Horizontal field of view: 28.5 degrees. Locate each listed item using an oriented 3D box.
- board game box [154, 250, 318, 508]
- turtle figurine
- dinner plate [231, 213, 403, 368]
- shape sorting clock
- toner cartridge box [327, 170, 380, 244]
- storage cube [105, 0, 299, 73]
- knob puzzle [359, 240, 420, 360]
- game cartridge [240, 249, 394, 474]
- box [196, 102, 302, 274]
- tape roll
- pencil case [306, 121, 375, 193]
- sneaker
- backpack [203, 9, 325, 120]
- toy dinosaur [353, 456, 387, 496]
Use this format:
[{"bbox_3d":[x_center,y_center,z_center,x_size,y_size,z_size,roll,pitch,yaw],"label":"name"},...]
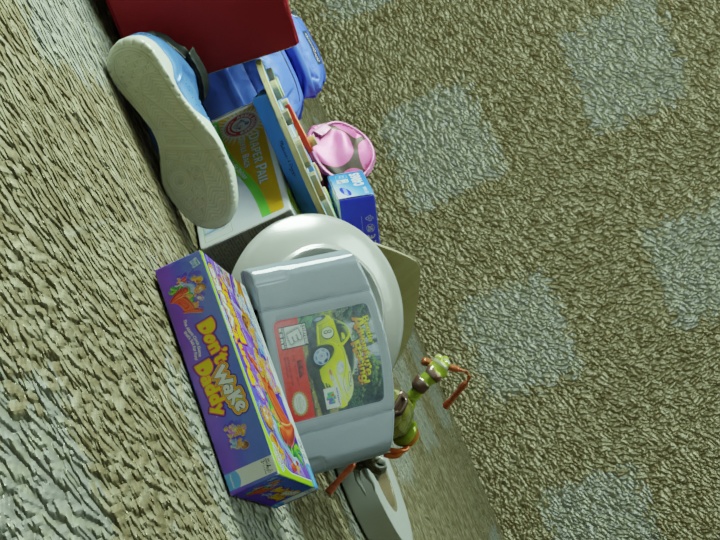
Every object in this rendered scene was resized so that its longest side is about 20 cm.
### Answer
[{"bbox_3d":[-0.105,0.097,1.215,0.134,0.044,0.202,48,19,-72],"label":"board game box"},{"bbox_3d":[0.010,0.142,1.464,0.161,0.199,0.065,47,8,-29],"label":"turtle figurine"},{"bbox_3d":[-0.038,0.044,1.380,0.024,0.199,0.202,-10,-73,61],"label":"dinner plate"},{"bbox_3d":[-0.064,-0.129,1.486,0.200,0.039,0.202,-23,90,-84],"label":"shape sorting clock"},{"bbox_3d":[0.000,0.000,1.577,0.095,0.043,0.202,-116,-162,-69],"label":"toner cartridge box"},{"bbox_3d":[-0.177,-0.316,1.470,0.171,0.198,0.181,-105,176,-60],"label":"storage cube"},{"bbox_3d":[-0.023,0.048,1.463,0.030,0.219,0.221,38,-20,53],"label":"knob puzzle"},{"bbox_3d":[-0.035,0.086,1.345,0.041,0.132,0.202,-10,-88,56],"label":"game cartridge"},{"bbox_3d":[-0.114,-0.069,1.500,0.201,0.100,0.113,-107,172,-48],"label":"box"},{"bbox_3d":[0.008,0.245,1.709,0.203,0.037,0.205,-24,91,-84],"label":"tape roll"},{"bbox_3d":[-0.052,-0.110,1.688,0.094,0.090,0.200,56,-28,5],"label":"pencil case"},{"bbox_3d":[-0.170,-0.143,1.391,0.201,0.076,0.111,59,16,-10],"label":"sneaker"},{"bbox_3d":[-0.132,-0.235,1.693,0.163,0.167,0.200,59,8,-6],"label":"backpack"},{"bbox_3d":[-0.028,0.152,1.602,0.076,0.103,0.200,11,24,-27],"label":"toy dinosaur"}]
